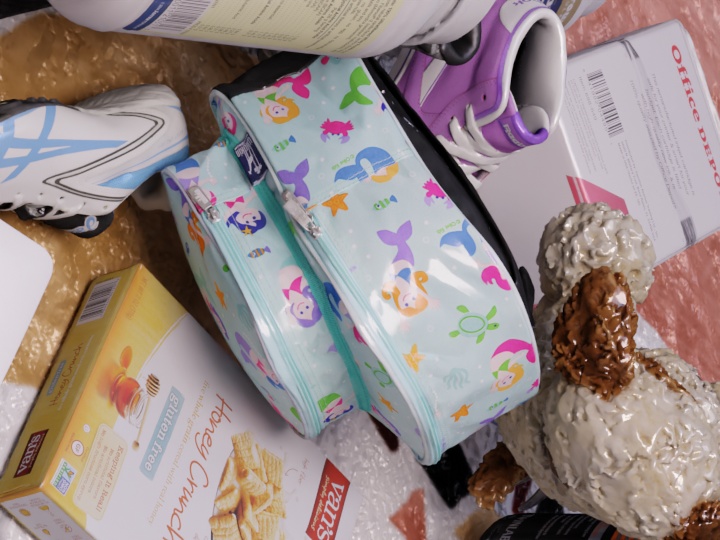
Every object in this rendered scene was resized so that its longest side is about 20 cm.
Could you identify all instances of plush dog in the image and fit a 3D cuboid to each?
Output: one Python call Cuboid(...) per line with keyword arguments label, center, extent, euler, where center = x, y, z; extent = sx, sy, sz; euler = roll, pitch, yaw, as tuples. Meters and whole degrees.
Cuboid(label="plush dog", center=(0.133, 0.081, 1.192), extent=(0.200, 0.160, 0.172), euler=(55, -3, -8))

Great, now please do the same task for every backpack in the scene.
Cuboid(label="backpack", center=(0.000, 0.000, 1.134), extent=(0.200, 0.150, 0.178), euler=(49, -12, 25))

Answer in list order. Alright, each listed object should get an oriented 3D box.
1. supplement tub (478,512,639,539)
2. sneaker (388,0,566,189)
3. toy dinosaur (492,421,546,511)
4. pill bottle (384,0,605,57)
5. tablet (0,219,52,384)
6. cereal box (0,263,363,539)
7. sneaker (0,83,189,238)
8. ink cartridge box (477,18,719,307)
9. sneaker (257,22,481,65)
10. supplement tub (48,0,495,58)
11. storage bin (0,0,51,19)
Cuboid(label="supplement tub", center=(0.167, 0.199, 1.283), extent=(0.122, 0.199, 0.123), euler=(7, 82, -58))
Cuboid(label="sneaker", center=(0.049, -0.065, 1.258), extent=(0.072, 0.114, 0.201), euler=(17, 100, -33))
Cuboid(label="toy dinosaur", center=(0.121, 0.077, 1.322), extent=(0.181, 0.200, 0.105), euler=(8, 58, -6))
Cuboid(label="pill bottle", center=(0.079, -0.192, 1.404), extent=(0.200, 0.111, 0.112), euler=(-14, 88, -53))
Cuboid(label="tablet", center=(-0.232, 0.001, 0.972), extent=(0.200, 0.014, 0.131), euler=(36, 68, -32))
Cuboid(label="cereal box", center=(-0.084, 0.114, 1.138), extent=(0.200, 0.039, 0.144), euler=(47, 44, -31))
Cuboid(label="sneaker", center=(-0.155, -0.048, 1.087), extent=(0.200, 0.072, 0.073), euler=(-13, 95, -50))
Cuboid(label="ink cartridge box", center=(0.160, -0.073, 1.486), extent=(0.200, 0.085, 0.146), euler=(-24, 96, -51))
Cuboid(label="sneaker", center=(0.010, -0.127, 1.219), extent=(0.075, 0.115, 0.200), euler=(-47, 160, -28))
Cuboid(label="supplement tub", center=(-0.040, -0.174, 1.037), extent=(0.199, 0.145, 0.146), euler=(3, 74, -34))
Cuboid(label="storage bin", center=(-0.129, -0.219, 1.163), extent=(0.200, 0.093, 0.136), euler=(-25, 97, -52))
